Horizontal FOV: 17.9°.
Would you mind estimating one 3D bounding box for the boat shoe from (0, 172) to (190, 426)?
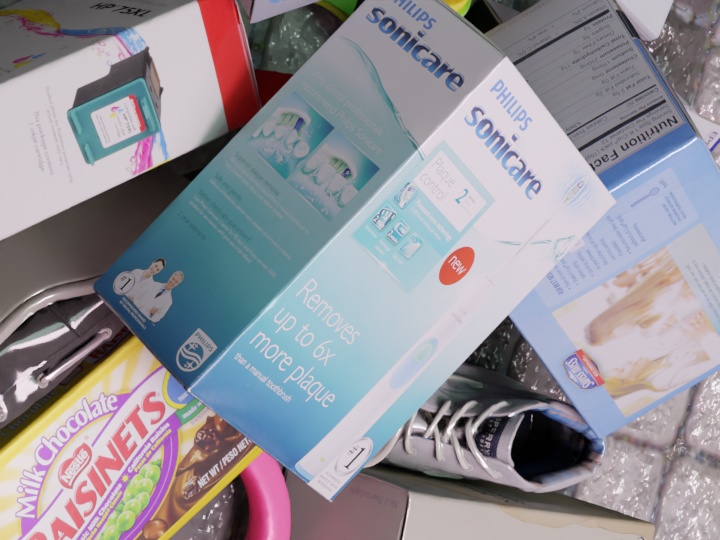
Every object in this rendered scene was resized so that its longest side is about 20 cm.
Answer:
[{"bbox_3d":[-0.155,0.024,1.055,0.200,0.067,0.057,-36,145,-26],"label":"boat shoe"}]

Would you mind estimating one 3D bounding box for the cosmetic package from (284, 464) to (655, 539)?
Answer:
[{"bbox_3d":[0.057,0.154,1.261,0.200,0.103,0.073,13,90,-43],"label":"cosmetic package"}]

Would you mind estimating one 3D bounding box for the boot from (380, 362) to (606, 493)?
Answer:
[{"bbox_3d":[0.046,0.077,1.238,0.200,0.095,0.074,8,93,-42],"label":"boot"}]

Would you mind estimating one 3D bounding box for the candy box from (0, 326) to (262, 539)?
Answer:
[{"bbox_3d":[-0.117,0.089,1.098,0.200,0.026,0.102,-42,121,-24],"label":"candy box"}]

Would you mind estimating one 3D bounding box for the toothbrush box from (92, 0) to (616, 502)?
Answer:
[{"bbox_3d":[0.001,-0.013,1.042,0.200,0.085,0.146,-46,144,-2],"label":"toothbrush box"}]

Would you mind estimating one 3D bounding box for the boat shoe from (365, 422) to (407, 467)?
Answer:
[{"bbox_3d":[0.000,0.000,1.183,0.057,0.067,0.201,-6,91,-80],"label":"boat shoe"}]

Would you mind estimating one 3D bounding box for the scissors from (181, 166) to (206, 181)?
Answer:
[{"bbox_3d":[-0.114,-0.025,1.133,0.200,0.014,0.073,-7,102,-41],"label":"scissors"}]

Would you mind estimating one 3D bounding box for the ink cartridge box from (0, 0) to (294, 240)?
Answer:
[{"bbox_3d":[-0.130,-0.084,1.036,0.200,0.116,0.067,-29,117,-35],"label":"ink cartridge box"}]

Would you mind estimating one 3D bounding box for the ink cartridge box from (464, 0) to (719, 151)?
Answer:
[{"bbox_3d":[0.111,-0.080,1.273,0.200,0.037,0.095,19,120,-40],"label":"ink cartridge box"}]

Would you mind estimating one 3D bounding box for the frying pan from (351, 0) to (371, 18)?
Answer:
[{"bbox_3d":[-0.026,-0.050,1.074,0.115,0.031,0.190,-41,148,-20],"label":"frying pan"}]

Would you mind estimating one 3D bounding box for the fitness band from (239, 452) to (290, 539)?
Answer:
[{"bbox_3d":[-0.116,0.121,1.145,0.200,0.037,0.144,42,72,-37],"label":"fitness band"}]

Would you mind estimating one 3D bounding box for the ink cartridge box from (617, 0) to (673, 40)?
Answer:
[{"bbox_3d":[0.144,-0.261,1.276,0.200,0.041,0.200,34,77,-48],"label":"ink cartridge box"}]

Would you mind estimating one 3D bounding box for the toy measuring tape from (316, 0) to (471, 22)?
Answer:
[{"bbox_3d":[-0.003,-0.137,1.159,0.200,0.073,0.074,-20,112,-43],"label":"toy measuring tape"}]

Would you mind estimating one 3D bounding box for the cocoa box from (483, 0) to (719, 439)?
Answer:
[{"bbox_3d":[0.125,-0.029,1.203,0.133,0.131,0.200,-31,142,7],"label":"cocoa box"}]

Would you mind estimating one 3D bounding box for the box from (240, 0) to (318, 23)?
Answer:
[{"bbox_3d":[-0.021,-0.226,1.046,0.156,0.041,0.200,-20,69,-18],"label":"box"}]
